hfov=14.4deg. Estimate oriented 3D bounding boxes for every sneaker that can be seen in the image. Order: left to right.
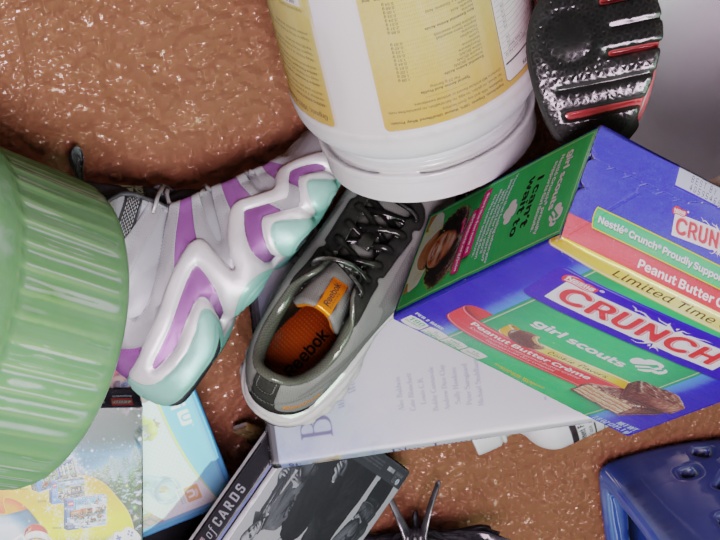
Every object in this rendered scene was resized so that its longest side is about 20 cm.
[{"bbox_3d":[-0.104,-0.037,1.635,0.140,0.078,0.200,37,75,0],"label":"sneaker"},{"bbox_3d":[0.000,0.000,1.636,0.074,0.079,0.201,31,81,8],"label":"sneaker"},{"bbox_3d":[0.129,-0.160,1.540,0.073,0.087,0.201,-4,86,12],"label":"sneaker"}]

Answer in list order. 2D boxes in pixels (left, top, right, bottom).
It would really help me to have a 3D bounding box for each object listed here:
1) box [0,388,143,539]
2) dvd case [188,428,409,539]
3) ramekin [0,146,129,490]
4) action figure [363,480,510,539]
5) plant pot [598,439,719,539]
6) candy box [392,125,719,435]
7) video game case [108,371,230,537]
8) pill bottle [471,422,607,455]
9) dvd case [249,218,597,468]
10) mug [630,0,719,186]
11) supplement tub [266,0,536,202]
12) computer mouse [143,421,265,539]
[{"bbox_3d":[-0.228,0.142,1.681,0.199,0.038,0.137,-1,104,-9],"label":"box"},{"bbox_3d":[-0.060,0.181,1.745,0.200,0.025,0.150,-54,150,-3],"label":"dvd case"},{"bbox_3d":[-0.213,0.026,1.567,0.097,0.200,0.200,17,117,-35],"label":"ramekin"},{"bbox_3d":[0.047,0.235,1.847,0.118,0.102,0.201,-9,127,2],"label":"action figure"},{"bbox_3d":[0.284,0.222,1.860,0.179,0.200,0.201,-20,127,-12],"label":"plant pot"},{"bbox_3d":[0.140,0.010,1.558,0.169,0.077,0.200,26,155,-18],"label":"candy box"},{"bbox_3d":[-0.191,0.110,1.708,0.199,0.018,0.144,-21,106,-3],"label":"video game case"},{"bbox_3d":[0.146,0.036,1.737,0.199,0.113,0.113,-25,127,0],"label":"pill bottle"},{"bbox_3d":[0.035,0.032,1.678,0.199,0.018,0.143,-9,81,2],"label":"dvd case"},{"bbox_3d":[0.215,-0.101,1.616,0.175,0.200,0.148,24,101,-50],"label":"mug"},{"bbox_3d":[0.021,-0.153,1.549,0.144,0.145,0.201,-18,127,-6],"label":"supplement tub"},{"bbox_3d":[-0.114,0.147,1.768,0.200,0.046,0.141,24,114,-29],"label":"computer mouse"}]
